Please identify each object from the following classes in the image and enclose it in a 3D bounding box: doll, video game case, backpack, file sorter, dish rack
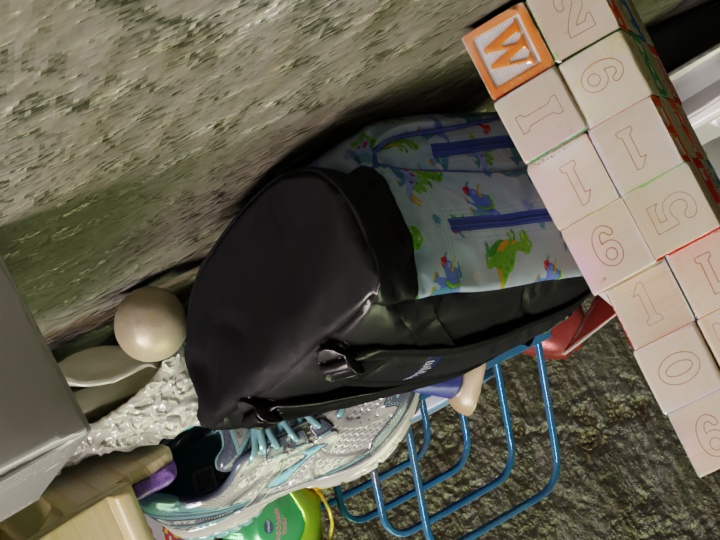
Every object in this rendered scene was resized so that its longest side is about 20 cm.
[{"bbox_3d":[-0.033,0.036,0.803,0.197,0.137,0.049,8,121,-15],"label":"doll"},{"bbox_3d":[0.196,-0.124,0.916,0.198,0.026,0.181,-25,173,-24],"label":"video game case"},{"bbox_3d":[0.028,-0.006,0.719,0.198,0.156,0.163,4,151,-34],"label":"backpack"},{"bbox_3d":[0.026,0.102,1.049,0.138,0.124,0.199,-22,-163,-35],"label":"file sorter"},{"bbox_3d":[0.197,-0.089,0.890,0.171,0.044,0.199,-32,174,31],"label":"dish rack"}]

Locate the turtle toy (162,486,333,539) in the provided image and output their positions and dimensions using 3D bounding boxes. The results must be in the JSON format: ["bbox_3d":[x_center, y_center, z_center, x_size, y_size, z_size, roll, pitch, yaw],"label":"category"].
[{"bbox_3d":[-0.081,0.190,1.005,0.100,0.203,0.145,-3,178,-36],"label":"turtle toy"}]

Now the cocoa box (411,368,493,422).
[{"bbox_3d":[-0.009,0.085,1.286,0.199,0.132,0.133,-29,174,19],"label":"cocoa box"}]

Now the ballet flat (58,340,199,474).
[{"bbox_3d":[-0.179,0.078,0.828,0.198,0.073,0.072,-20,174,-4],"label":"ballet flat"}]

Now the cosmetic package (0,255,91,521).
[{"bbox_3d":[-0.181,0.068,0.597,0.106,0.091,0.200,-28,172,-21],"label":"cosmetic package"}]

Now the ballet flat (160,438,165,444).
[{"bbox_3d":[-0.130,0.075,0.932,0.068,0.068,0.200,-7,147,-51],"label":"ballet flat"}]

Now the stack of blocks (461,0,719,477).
[{"bbox_3d":[0.124,-0.020,0.629,0.058,0.202,0.115,-27,175,18],"label":"stack of blocks"}]

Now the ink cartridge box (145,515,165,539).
[{"bbox_3d":[-0.242,0.188,1.056,0.198,0.147,0.084,-24,173,-23],"label":"ink cartridge box"}]

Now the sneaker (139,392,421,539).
[{"bbox_3d":[-0.051,0.100,0.895,0.199,0.078,0.086,-35,154,11],"label":"sneaker"}]

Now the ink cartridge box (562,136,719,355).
[{"bbox_3d":[0.214,-0.051,1.074,0.201,0.045,0.176,-54,-175,-33],"label":"ink cartridge box"}]

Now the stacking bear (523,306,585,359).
[{"bbox_3d":[0.105,-0.015,1.074,0.112,0.123,0.200,9,171,15],"label":"stacking bear"}]

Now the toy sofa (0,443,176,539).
[{"bbox_3d":[-0.176,0.144,0.892,0.097,0.084,0.199,-29,-157,-27],"label":"toy sofa"}]
